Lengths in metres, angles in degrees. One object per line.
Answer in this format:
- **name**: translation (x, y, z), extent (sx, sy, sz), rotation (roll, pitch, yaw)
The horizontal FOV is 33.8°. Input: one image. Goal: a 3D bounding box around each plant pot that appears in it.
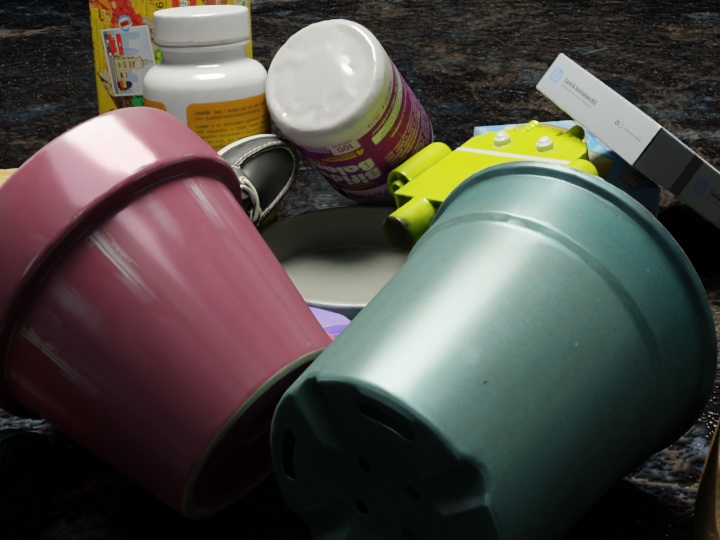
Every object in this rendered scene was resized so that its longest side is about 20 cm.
- **plant pot**: translation (-0.115, 0.038, 0.699), extent (0.179, 0.202, 0.199), rotation (42, 41, 19)
- **plant pot**: translation (0.065, 0.072, 0.647), extent (0.198, 0.203, 0.196), rotation (16, 37, 32)

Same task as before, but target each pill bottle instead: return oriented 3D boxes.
- **pill bottle**: translation (0.002, -0.127, 1.058), extent (0.111, 0.114, 0.200), rotation (12, -14, 26)
- **pill bottle**: translation (-0.131, -0.123, 1.030), extent (0.109, 0.204, 0.111), rotation (-2, 18, 1)

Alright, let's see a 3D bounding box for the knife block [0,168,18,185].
- **knife block**: translation (-0.295, -0.043, 0.999), extent (0.196, 0.065, 0.176), rotation (-3, 14, -7)

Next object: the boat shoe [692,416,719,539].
- **boat shoe**: translation (0.216, 0.142, 0.630), extent (0.063, 0.072, 0.201), rotation (11, 34, 9)

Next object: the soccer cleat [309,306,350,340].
- **soccer cleat**: translation (-0.100, 0.037, 0.843), extent (0.196, 0.078, 0.067), rotation (-1, 24, 0)

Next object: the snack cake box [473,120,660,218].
- **snack cake box**: translation (0.182, -0.075, 1.094), extent (0.113, 0.068, 0.201), rotation (-4, 25, -10)

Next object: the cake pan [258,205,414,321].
- **cake pan**: translation (0.000, 0.000, 0.968), extent (0.196, 0.037, 0.201), rotation (0, 24, 0)

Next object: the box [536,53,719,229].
- **box**: translation (0.261, -0.097, 1.022), extent (0.199, 0.041, 0.156), rotation (29, 16, -36)

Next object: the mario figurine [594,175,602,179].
- **mario figurine**: translation (0.161, 0.015, 0.823), extent (0.123, 0.107, 0.199), rotation (45, 35, 14)

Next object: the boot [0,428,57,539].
- **boot**: translation (-0.281, 0.140, 0.639), extent (0.160, 0.075, 0.198), rotation (3, 22, 21)

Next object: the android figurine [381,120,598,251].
- **android figurine**: translation (0.112, -0.073, 0.985), extent (0.180, 0.042, 0.199), rotation (14, 40, 44)

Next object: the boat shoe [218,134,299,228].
- **boat shoe**: translation (-0.115, -0.045, 0.948), extent (0.199, 0.075, 0.060), rotation (-36, 24, -30)

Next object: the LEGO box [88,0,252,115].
- **LEGO box**: translation (-0.189, -0.198, 1.206), extent (0.146, 0.204, 0.077), rotation (7, 24, 18)
